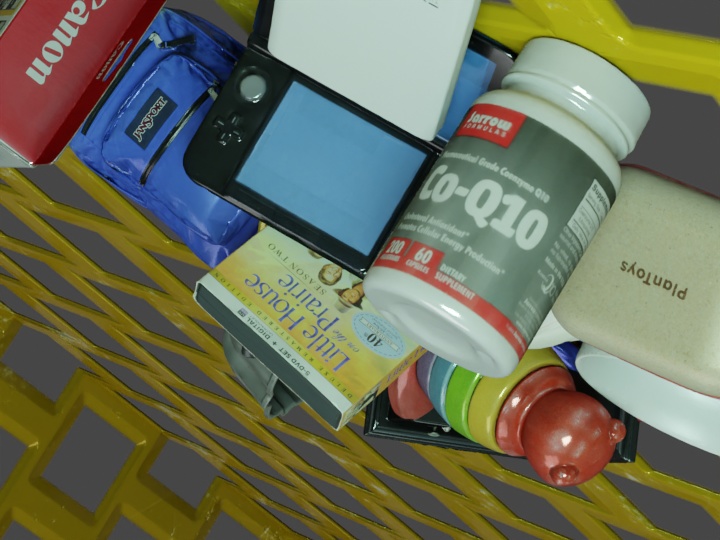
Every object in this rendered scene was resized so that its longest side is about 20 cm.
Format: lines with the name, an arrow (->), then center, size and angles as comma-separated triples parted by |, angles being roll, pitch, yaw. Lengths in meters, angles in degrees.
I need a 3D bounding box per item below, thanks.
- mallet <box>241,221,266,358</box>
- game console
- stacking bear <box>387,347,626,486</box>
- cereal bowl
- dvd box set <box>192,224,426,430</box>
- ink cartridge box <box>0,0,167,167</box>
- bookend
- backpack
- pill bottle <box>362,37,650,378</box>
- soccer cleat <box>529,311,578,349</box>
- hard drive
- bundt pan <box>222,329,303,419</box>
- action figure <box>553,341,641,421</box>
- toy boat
mallet -> -0.063, -0.019, 1.601 | 0.041, 0.065, 0.201 | -126, 28, -46
game console -> -0.010, -0.105, 1.463 | 0.199, 0.171, 0.118 | 29, 173, 9
stacking bear -> 0.126, 0.104, 1.710 | 0.200, 0.121, 0.114 | 37, 152, 39
cereal bowl -> 0.272, 0.077, 1.633 | 0.199, 0.084, 0.200 | 26, 167, 6
dvd box set -> -0.001, 0.004, 1.519 | 0.146, 0.200, 0.029 | 42, 148, 15
ink cartridge box -> -0.236, -0.181, 1.598 | 0.084, 0.201, 0.175 | 38, 165, -25
bookend -> 0.130, 0.119, 1.940 | 0.197, 0.093, 0.200 | 10, 172, -17
backpack -> -0.132, -0.117, 1.661 | 0.200, 0.163, 0.168 | 40, -176, 10
pill bottle -> 0.097, -0.043, 1.357 | 0.113, 0.201, 0.114 | 30, 166, 8
soccer cleat -> 0.161, 0.023, 1.580 | 0.199, 0.070, 0.078 | -2, 152, 20
hard drive -> 0.010, -0.174, 1.347 | 0.131, 0.026, 0.200 | 30, 151, 8
bundt pan -> -0.040, 0.023, 1.753 | 0.076, 0.202, 0.202 | 39, 168, 12
action figure -> 0.179, 0.055, 1.811 | 0.199, 0.065, 0.099 | 32, 177, -5
toy boat -> 0.237, 0.008, 1.467 | 0.199, 0.131, 0.130 | 25, -165, 27
